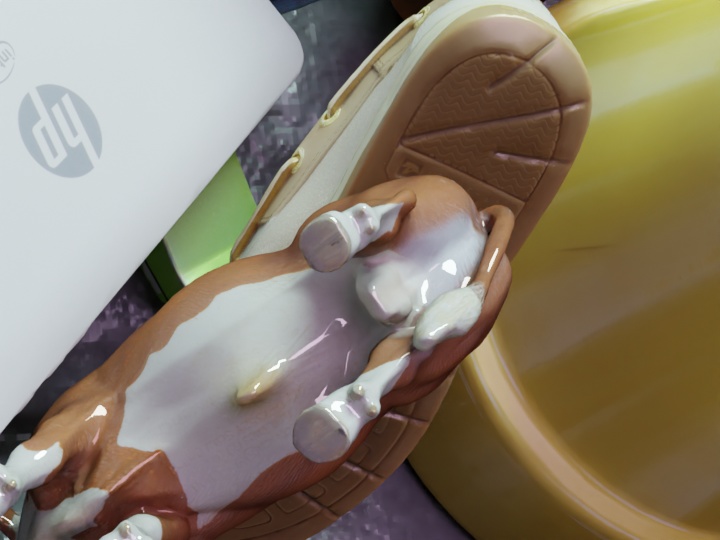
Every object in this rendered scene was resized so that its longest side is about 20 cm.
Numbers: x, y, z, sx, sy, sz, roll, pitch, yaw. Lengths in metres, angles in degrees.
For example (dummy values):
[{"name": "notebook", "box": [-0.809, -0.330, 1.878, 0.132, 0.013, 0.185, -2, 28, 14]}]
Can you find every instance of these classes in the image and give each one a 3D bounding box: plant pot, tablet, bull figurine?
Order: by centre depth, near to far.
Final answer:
[{"name": "bull figurine", "box": [-0.043, 0.043, 0.772, 0.200, 0.121, 0.065, -41, 89, 12]}, {"name": "tablet", "box": [-0.101, -0.052, 0.797, 0.130, 0.014, 0.200, 49, 48, -13]}, {"name": "plant pot", "box": [0.127, -0.008, 0.881, 0.201, 0.189, 0.201, 7, 72, -24]}]

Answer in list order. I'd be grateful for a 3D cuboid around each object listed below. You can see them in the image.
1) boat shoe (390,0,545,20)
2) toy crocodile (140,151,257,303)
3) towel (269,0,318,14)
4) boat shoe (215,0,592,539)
[{"name": "boat shoe", "box": [0.069, -0.148, 0.872, 0.070, 0.200, 0.070, -24, 73, -33]}, {"name": "toy crocodile", "box": [-0.083, -0.082, 0.875, 0.067, 0.062, 0.200, -24, 86, -29]}, {"name": "towel", "box": [-0.033, -0.176, 0.859, 0.022, 0.147, 0.200, -41, 109, -52]}, {"name": "boat shoe", "box": [0.000, 0.000, 0.846, 0.074, 0.200, 0.069, 32, 21, -15]}]
